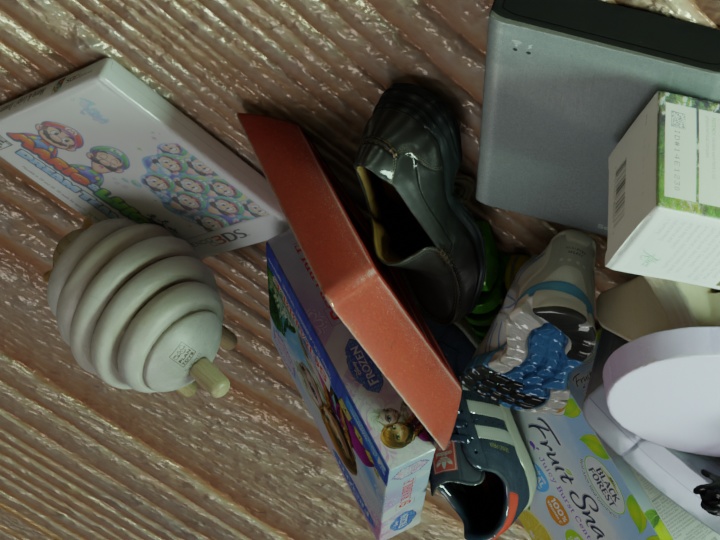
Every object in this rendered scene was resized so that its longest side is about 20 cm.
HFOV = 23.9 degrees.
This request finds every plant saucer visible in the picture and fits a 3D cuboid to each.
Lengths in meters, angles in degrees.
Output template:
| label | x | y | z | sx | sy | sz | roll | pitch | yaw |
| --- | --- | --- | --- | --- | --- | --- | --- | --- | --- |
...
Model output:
| label | x | y | z | sx | sy | sz | roll | pitch | yaw |
| --- | --- | --- | --- | --- | --- | --- | --- | --- | --- |
| plant saucer | 0.000 | 0.000 | 1.174 | 0.037 | 0.200 | 0.200 | -31 | 137 | 5 |

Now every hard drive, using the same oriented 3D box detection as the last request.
| label | x | y | z | sx | sy | sz | roll | pitch | yaw |
| --- | --- | --- | --- | --- | --- | --- | --- | --- | --- |
| hard drive | 0.144 | -0.088 | 1.034 | 0.139 | 0.033 | 0.200 | 15 | 153 | 9 |

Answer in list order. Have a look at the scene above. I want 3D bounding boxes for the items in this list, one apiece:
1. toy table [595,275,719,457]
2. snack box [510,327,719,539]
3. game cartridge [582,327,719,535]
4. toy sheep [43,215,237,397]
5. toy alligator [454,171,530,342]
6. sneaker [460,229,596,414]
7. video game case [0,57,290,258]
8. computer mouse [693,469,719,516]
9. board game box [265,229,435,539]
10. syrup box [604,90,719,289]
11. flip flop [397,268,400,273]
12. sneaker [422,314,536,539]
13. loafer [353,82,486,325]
| label | x | y | z | sx | sy | sz | roll | pitch | yaw |
| --- | --- | --- | --- | --- | --- | --- | --- | --- | --- |
| toy table | 0.229 | 0.036 | 1.069 | 0.183 | 0.117 | 0.200 | -20 | 147 | 28 |
| snack box | 0.182 | 0.164 | 1.325 | 0.200 | 0.068 | 0.169 | 58 | 150 | 4 |
| game cartridge | 0.240 | 0.117 | 1.160 | 0.200 | 0.133 | 0.041 | 36 | 121 | -6 |
| toy sheep | -0.165 | 0.032 | 1.302 | 0.200 | 0.138 | 0.138 | 34 | 161 | 28 |
| toy alligator | 0.087 | 0.007 | 1.222 | 0.059 | 0.054 | 0.200 | 5 | 149 | 26 |
| sneaker | 0.127 | 0.036 | 1.180 | 0.075 | 0.087 | 0.200 | 20 | 153 | -4 |
| video game case | -0.169 | -0.074 | 1.280 | 0.200 | 0.024 | 0.182 | 38 | 148 | -30 |
| computer mouse | 0.304 | 0.096 | 1.022 | 0.109 | 0.044 | 0.200 | 17 | 130 | -44 |
| board game box | -0.011 | 0.091 | 1.304 | 0.041 | 0.200 | 0.200 | -24 | 159 | -12 |
| syrup box | 0.248 | -0.032 | 0.972 | 0.199 | 0.079 | 0.081 | 11 | 152 | -10 |
| flip flop | 0.046 | 0.066 | 1.357 | 0.081 | 0.058 | 0.200 | 6 | 132 | 13 |
| sneaker | 0.069 | 0.117 | 1.281 | 0.075 | 0.085 | 0.200 | -19 | 109 | 35 |
| loafer | 0.032 | -0.029 | 1.132 | 0.073 | 0.072 | 0.200 | 18 | 143 | 33 |
